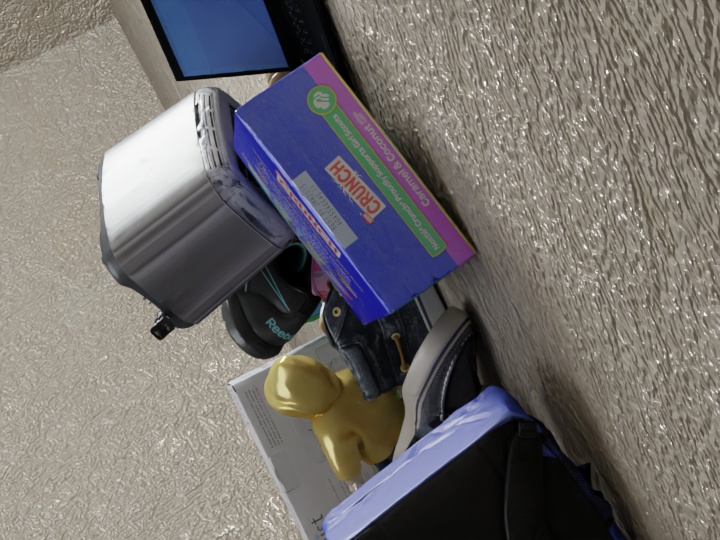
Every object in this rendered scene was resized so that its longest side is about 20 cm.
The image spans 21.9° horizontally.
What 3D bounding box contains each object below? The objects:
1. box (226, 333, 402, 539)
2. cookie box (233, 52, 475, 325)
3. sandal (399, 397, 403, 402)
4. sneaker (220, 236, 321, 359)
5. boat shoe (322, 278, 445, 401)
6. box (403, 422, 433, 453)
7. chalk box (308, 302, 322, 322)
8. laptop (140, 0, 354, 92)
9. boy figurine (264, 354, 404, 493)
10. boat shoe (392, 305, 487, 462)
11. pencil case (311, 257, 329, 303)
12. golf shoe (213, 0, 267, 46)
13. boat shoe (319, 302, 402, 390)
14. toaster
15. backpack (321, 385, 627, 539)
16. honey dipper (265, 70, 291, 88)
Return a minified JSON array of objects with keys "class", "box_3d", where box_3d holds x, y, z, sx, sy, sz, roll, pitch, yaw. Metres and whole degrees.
[{"class":"box","box_3d":[-0.011,0.163,1.846,0.200,0.176,0.097,63,174,-1]},{"class":"cookie box","box_3d":[-0.010,-0.050,1.292,0.171,0.075,0.200,53,175,0]},{"class":"sandal","box_3d":[0.036,0.215,1.773,0.080,0.054,0.201,22,-113,-38]},{"class":"sneaker","box_3d":[-0.076,-0.023,1.532,0.075,0.079,0.200,23,-140,-43]},{"class":"boat shoe","box_3d":[0.000,0.000,1.459,0.201,0.091,0.071,64,174,-2]},{"class":"box","box_3d":[0.089,0.187,1.367,0.137,0.040,0.200,29,162,9]},{"class":"chalk box","box_3d":[-0.069,-0.026,1.785,0.200,0.124,0.125,60,173,33]},{"class":"laptop","box_3d":[-0.094,-0.188,1.400,0.200,0.103,0.177,55,171,49]},{"class":"boy figurine","box_3d":[-0.001,0.143,1.690,0.200,0.125,0.064,30,146,-21]},{"class":"boat shoe","box_3d":[0.084,0.108,1.392,0.093,0.075,0.200,30,150,16]},{"class":"pencil case","box_3d":[-0.042,-0.060,1.605,0.200,0.087,0.088,57,172,45]},{"class":"golf shoe","box_3d":[-0.118,-0.242,1.543,0.092,0.075,0.200,63,176,-26]},{"class":"boat shoe","box_3d":[0.016,0.052,1.718,0.200,0.071,0.069,59,-153,-60]},{"class":"toaster","box_3d":[-0.127,-0.050,1.444,0.114,0.129,0.200,41,-158,-31]},{"class":"backpack","box_3d":[0.096,0.191,1.171,0.200,0.162,0.168,51,-175,-8]},{"class":"honey dipper","box_3d":[-0.047,-0.096,1.464,0.038,0.038,0.200,70,-172,-46]}]
